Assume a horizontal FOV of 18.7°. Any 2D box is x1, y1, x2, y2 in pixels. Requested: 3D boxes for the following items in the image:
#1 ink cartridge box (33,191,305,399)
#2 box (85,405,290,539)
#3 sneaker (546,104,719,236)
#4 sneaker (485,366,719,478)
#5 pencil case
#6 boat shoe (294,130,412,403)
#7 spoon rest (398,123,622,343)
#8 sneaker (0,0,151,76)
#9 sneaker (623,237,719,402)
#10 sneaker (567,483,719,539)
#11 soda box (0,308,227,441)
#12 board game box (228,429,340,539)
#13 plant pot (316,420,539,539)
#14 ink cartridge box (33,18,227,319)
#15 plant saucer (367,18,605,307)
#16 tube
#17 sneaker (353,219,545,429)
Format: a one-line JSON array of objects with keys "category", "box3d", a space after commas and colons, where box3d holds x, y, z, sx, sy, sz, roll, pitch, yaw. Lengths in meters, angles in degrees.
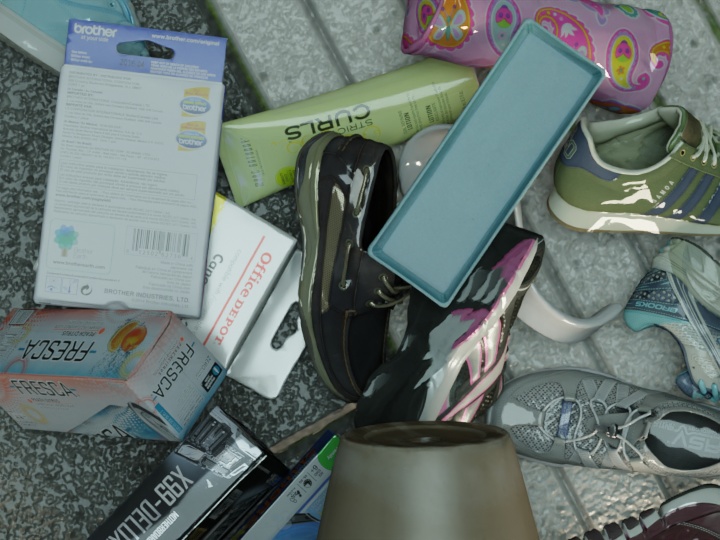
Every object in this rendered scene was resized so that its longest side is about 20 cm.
[{"category": "ink cartridge box", "box3d": [-0.123, 0.000, 1.595, 0.199, 0.067, 0.117, 29, 86, 0]}, {"category": "box", "box3d": [-0.127, 0.173, 1.518, 0.050, 0.200, 0.158, 44, 85, 8]}, {"category": "sneaker", "box3d": [0.239, -0.078, 1.589, 0.199, 0.090, 0.067, -2, 43, -6]}, {"category": "sneaker", "box3d": [0.191, 0.110, 1.592, 0.198, 0.082, 0.075, 5, 86, 0]}, {"category": "pencil case", "box3d": [0.126, -0.175, 1.582, 0.199, 0.087, 0.088, 15, 86, -18]}, {"category": "boat shoe", "box3d": [0.000, 0.000, 1.574, 0.073, 0.074, 0.201, 1, 105, 31]}, {"category": "spoon rest", "box3d": [0.105, -0.024, 1.600, 0.200, 0.099, 0.061, 47, 44, -2]}, {"category": "sneaker", "box3d": [-0.180, -0.164, 1.601, 0.199, 0.074, 0.082, 32, 88, -1]}, {"category": "sneaker", "box3d": [0.279, 0.071, 1.608, 0.200, 0.078, 0.086, 42, 88, 10]}, {"category": "sneaker", "box3d": [0.201, 0.242, 1.571, 0.199, 0.076, 0.116, -25, 63, -3]}, {"category": "soda box", "box3d": [-0.186, 0.071, 1.520, 0.068, 0.199, 0.064, 49, 60, -30]}, {"category": "board game box", "box3d": [-0.040, 0.236, 1.590, 0.135, 0.034, 0.200, 42, 86, -10]}, {"category": "plant pot", "box3d": [0.046, 0.196, 1.483, 0.198, 0.200, 0.175, -1, 94, -2]}, {"category": "ink cartridge box", "box3d": [-0.160, -0.071, 1.543, 0.118, 0.042, 0.202, 6, 91, -1]}, {"category": "plant saucer", "box3d": [0.088, -0.075, 1.528, 0.070, 0.019, 0.201, 35, 94, 4]}, {"category": "tube", "box3d": [-0.008, -0.107, 1.614, 0.199, 0.052, 0.058, -19, 87, -3]}, {"category": "sneaker", "box3d": [0.075, 0.054, 1.576, 0.201, 0.086, 0.080, -56, 47, 14]}]
